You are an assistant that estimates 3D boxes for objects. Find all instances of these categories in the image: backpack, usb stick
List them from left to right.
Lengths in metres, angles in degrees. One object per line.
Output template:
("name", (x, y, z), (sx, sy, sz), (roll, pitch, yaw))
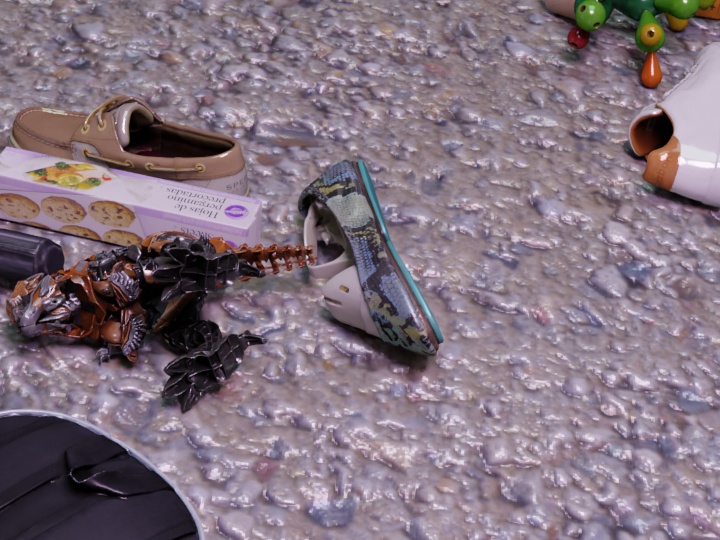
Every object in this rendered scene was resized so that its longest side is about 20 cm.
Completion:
("usb stick", (-0.298, -0.023, 1.059), (0.198, 0.033, 0.055), (12, -8, 7))
("backpack", (-0.171, 0.167, 0.731), (0.177, 0.151, 0.200), (31, 50, 26))

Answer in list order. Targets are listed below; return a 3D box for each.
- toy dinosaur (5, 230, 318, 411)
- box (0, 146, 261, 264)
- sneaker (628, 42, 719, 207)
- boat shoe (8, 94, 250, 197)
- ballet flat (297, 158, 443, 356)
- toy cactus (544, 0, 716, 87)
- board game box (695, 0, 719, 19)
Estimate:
("toy dinosaur", (-0.125, 0.006, 1.015), (0.199, 0.103, 0.136), (-34, 30, -14))
("box", (-0.170, -0.045, 1.114), (0.198, 0.042, 0.039), (13, 37, 7))
("sneaker", (0.266, -0.133, 1.272), (0.084, 0.073, 0.201), (13, 38, 5))
("boat shoe", (-0.171, -0.095, 1.160), (0.198, 0.067, 0.074), (16, 37, 13))
("ballet flat", (0.000, 0.000, 1.072), (0.073, 0.075, 0.201), (-4, 36, -14))
("toy cactus", (0.243, -0.238, 1.418), (0.199, 0.103, 0.164), (-29, 30, -35))
("board game box", (0.392, -0.373, 1.511), (0.198, 0.201, 0.200), (10, 35, 5))
